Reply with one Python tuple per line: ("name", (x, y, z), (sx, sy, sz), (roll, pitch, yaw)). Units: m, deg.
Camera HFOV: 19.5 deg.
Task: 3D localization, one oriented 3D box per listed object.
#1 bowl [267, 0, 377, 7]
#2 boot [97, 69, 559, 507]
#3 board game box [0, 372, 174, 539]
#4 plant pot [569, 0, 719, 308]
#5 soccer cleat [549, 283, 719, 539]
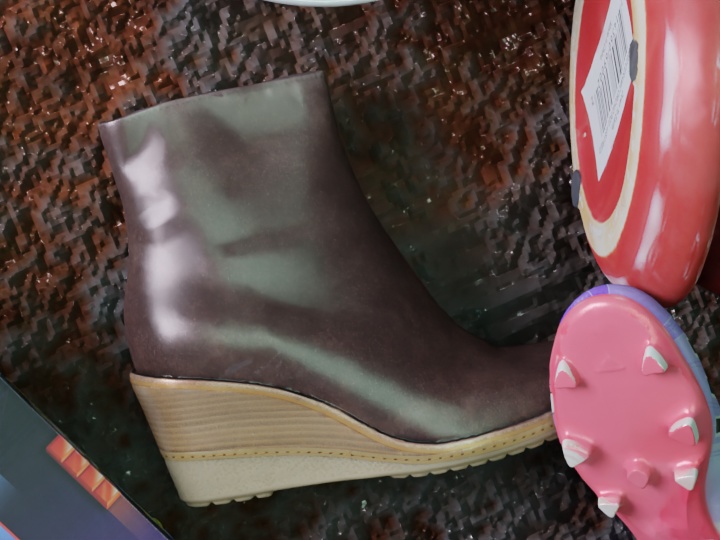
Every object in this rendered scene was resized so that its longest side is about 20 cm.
("bowl", (-0.026, -0.201, 0.839), (0.200, 0.090, 0.202), (0, 91, -11))
("boot", (0.000, 0.000, 0.854), (0.199, 0.072, 0.167), (-10, 94, -8))
("board game box", (-0.191, 0.127, 0.804), (0.200, 0.057, 0.165), (-46, 114, -8))
("plant pot", (0.184, -0.069, 0.831), (0.182, 0.200, 0.201), (-1, 91, -6))
("soccer cleat", (0.132, 0.076, 0.857), (0.066, 0.077, 0.200), (-12, 123, 29))
